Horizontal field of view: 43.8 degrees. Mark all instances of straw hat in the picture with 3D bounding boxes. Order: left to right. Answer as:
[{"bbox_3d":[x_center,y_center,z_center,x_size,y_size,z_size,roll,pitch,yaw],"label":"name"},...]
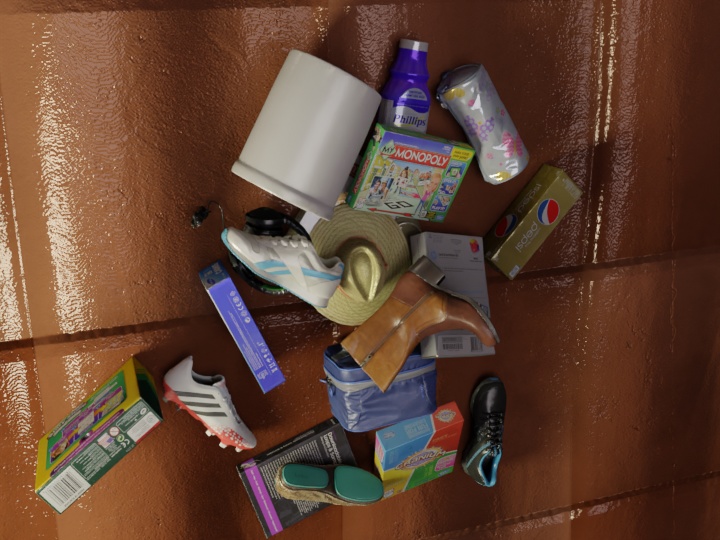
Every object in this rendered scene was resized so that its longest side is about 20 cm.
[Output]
[{"bbox_3d":[0.000,0.000,1.420,0.197,0.085,0.206,-3,103,-11],"label":"straw hat"}]

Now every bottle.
[{"bbox_3d":[0.071,-0.264,1.435,0.082,0.065,0.204,2,105,-28],"label":"bottle"}]

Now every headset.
[{"bbox_3d":[-0.167,-0.041,1.391,0.198,0.094,0.125,31,105,-3],"label":"headset"}]

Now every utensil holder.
[{"bbox_3d":[-0.077,-0.203,1.346,0.168,0.170,0.203,25,93,-25],"label":"utensil holder"}]

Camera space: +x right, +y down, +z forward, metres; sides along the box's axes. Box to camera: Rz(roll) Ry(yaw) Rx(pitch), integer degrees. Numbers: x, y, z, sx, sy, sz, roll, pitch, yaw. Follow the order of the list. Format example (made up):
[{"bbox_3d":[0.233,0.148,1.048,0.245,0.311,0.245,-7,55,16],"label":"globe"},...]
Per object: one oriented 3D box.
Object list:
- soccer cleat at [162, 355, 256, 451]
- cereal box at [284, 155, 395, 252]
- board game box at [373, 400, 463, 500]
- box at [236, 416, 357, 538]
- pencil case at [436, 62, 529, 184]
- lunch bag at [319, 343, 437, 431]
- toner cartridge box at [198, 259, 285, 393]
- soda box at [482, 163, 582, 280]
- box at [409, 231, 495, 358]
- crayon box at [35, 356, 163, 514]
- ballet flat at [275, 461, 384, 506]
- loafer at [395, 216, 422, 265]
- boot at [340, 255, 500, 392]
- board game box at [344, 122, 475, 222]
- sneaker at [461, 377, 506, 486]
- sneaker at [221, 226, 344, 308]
[{"bbox_3d":[-0.234,0.220,1.466,0.199,0.069,0.085,42,93,-21],"label":"soccer cleat"},{"bbox_3d":[-0.025,-0.084,1.466,0.142,0.040,0.202,29,95,-23],"label":"cereal box"},{"bbox_3d":[0.098,0.320,1.576,0.150,0.041,0.202,-19,145,-14],"label":"board game box"},{"bbox_3d":[-0.102,0.362,1.574,0.197,0.036,0.145,-24,113,-11],"label":"box"},{"bbox_3d":[0.204,-0.242,1.482,0.091,0.083,0.201,-45,117,-19],"label":"pencil case"},{"bbox_3d":[0.026,0.175,1.509,0.196,0.136,0.135,-10,106,-20],"label":"lunch bag"},{"bbox_3d":[-0.188,0.090,1.428,0.043,0.095,0.203,-29,113,-9],"label":"toner cartridge box"},{"bbox_3d":[0.294,-0.086,1.571,0.064,0.068,0.201,40,90,-25],"label":"soda box"},{"bbox_3d":[0.155,0.042,1.498,0.154,0.041,0.205,2,80,-45],"label":"box"},{"bbox_3d":[-0.395,0.242,1.352,0.199,0.172,0.059,-42,112,-4],"label":"crayon box"},{"bbox_3d":[-0.057,0.370,1.544,0.196,0.072,0.065,16,142,-18],"label":"ballet flat"},{"bbox_3d":[0.084,0.005,1.516,0.074,0.068,0.204,-10,109,-12],"label":"loafer"},{"bbox_3d":[0.094,0.108,1.390,0.188,0.068,0.201,42,89,9],"label":"boot"},{"bbox_3d":[0.081,-0.151,1.426,0.197,0.029,0.136,5,120,-39],"label":"board game box"},{"bbox_3d":[0.243,0.300,1.658,0.072,0.082,0.204,1,104,-19],"label":"sneaker"},{"bbox_3d":[-0.117,-0.022,1.347,0.198,0.076,0.082,28,96,-25],"label":"sneaker"}]
